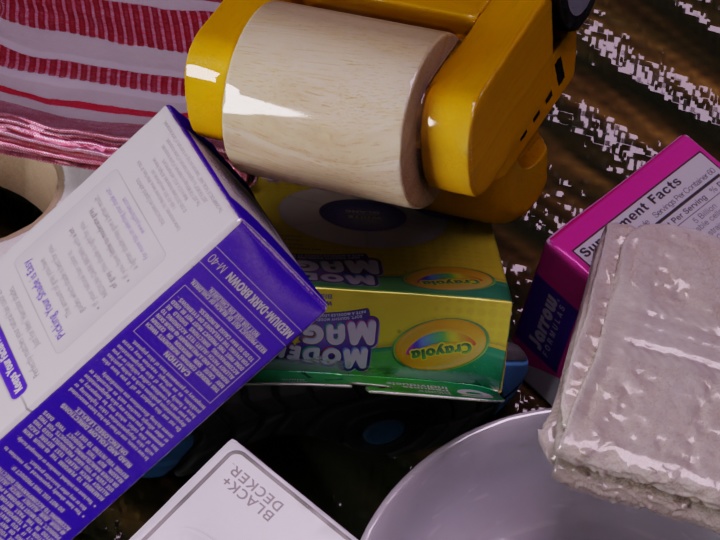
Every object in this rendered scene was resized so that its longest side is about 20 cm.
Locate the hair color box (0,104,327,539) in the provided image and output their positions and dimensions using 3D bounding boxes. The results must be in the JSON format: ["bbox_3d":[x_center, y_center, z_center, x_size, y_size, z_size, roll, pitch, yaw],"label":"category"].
[{"bbox_3d":[-0.118,0.039,1.118,0.200,0.065,0.109,-40,33,4],"label":"hair color box"}]

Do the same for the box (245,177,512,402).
[{"bbox_3d":[0.000,0.000,1.213,0.117,0.049,0.200,4,25,-6],"label":"box"}]

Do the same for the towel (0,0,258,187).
[{"bbox_3d":[-0.117,-0.095,1.300,0.143,0.023,0.200,9,26,-6],"label":"towel"}]

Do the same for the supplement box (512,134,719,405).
[{"bbox_3d":[0.175,0.052,1.254,0.103,0.101,0.200,-35,66,-29],"label":"supplement box"}]

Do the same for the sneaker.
[{"bbox_3d":[-0.024,0.035,1.242,0.199,0.073,0.082,-3,52,-15],"label":"sneaker"}]

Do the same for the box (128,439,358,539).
[{"bbox_3d":[-0.073,0.174,1.043,0.116,0.060,0.200,36,63,17],"label":"box"}]

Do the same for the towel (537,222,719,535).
[{"bbox_3d":[0.180,0.059,1.168,0.199,0.035,0.133,18,55,3],"label":"towel"}]

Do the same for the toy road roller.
[{"bbox_3d":[0.023,-0.070,1.169,0.122,0.147,0.200,13,39,21],"label":"toy road roller"}]

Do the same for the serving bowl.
[{"bbox_3d":[0.093,0.158,1.170,0.199,0.066,0.201,-1,56,1],"label":"serving bowl"}]

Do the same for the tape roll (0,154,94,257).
[{"bbox_3d":[-0.186,-0.027,1.242,0.202,0.037,0.203,3,37,-2],"label":"tape roll"}]
